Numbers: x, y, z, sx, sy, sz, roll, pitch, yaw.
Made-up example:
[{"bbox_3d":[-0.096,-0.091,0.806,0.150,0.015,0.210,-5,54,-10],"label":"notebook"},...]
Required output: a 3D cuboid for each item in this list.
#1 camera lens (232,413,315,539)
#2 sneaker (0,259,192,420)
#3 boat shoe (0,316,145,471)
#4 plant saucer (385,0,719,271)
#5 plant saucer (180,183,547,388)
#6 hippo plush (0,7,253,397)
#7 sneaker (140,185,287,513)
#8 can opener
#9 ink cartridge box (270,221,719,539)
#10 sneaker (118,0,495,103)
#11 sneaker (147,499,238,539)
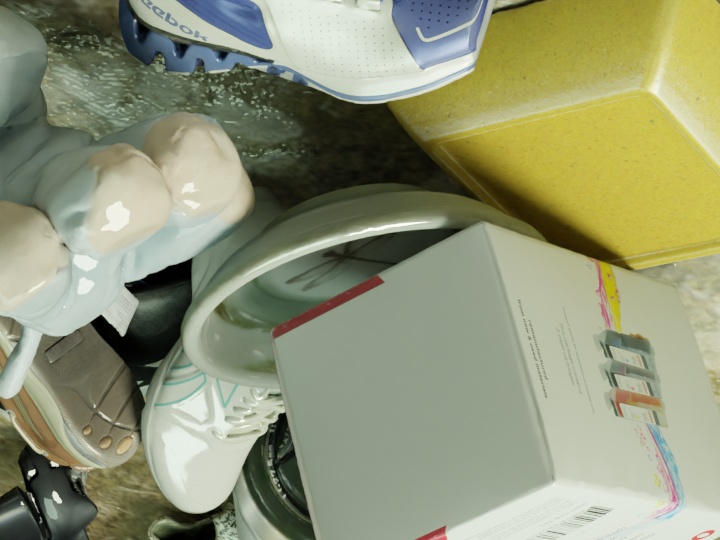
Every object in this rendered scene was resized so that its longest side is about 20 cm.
[{"bbox_3d":[0.003,0.149,1.791,0.159,0.161,0.200,9,149,6],"label":"camera lens"},{"bbox_3d":[-0.152,0.026,1.747,0.199,0.073,0.112,-14,138,24],"label":"sneaker"},{"bbox_3d":[-0.200,0.029,1.689,0.072,0.076,0.201,-21,97,48],"label":"boat shoe"},{"bbox_3d":[0.128,-0.060,1.517,0.199,0.049,0.200,-12,140,35],"label":"plant saucer"},{"bbox_3d":[0.000,0.000,1.547,0.199,0.050,0.200,-11,157,-5],"label":"plant saucer"},{"bbox_3d":[-0.156,-0.062,1.482,0.159,0.161,0.200,-29,168,-10],"label":"hippo plush"},{"bbox_3d":[-0.067,0.058,1.657,0.080,0.070,0.201,37,123,37],"label":"sneaker"},{"bbox_3d":[-0.208,0.173,2.014,0.078,0.064,0.200,-17,157,-2],"label":"can opener"},{"bbox_3d":[0.080,0.082,1.529,0.145,0.145,0.200,-28,155,28],"label":"ink cartridge box"},{"bbox_3d":[-0.039,-0.146,1.407,0.198,0.081,0.115,4,150,18],"label":"sneaker"},{"bbox_3d":[-0.117,0.199,2.021,0.089,0.077,0.200,42,135,-19],"label":"sneaker"}]
